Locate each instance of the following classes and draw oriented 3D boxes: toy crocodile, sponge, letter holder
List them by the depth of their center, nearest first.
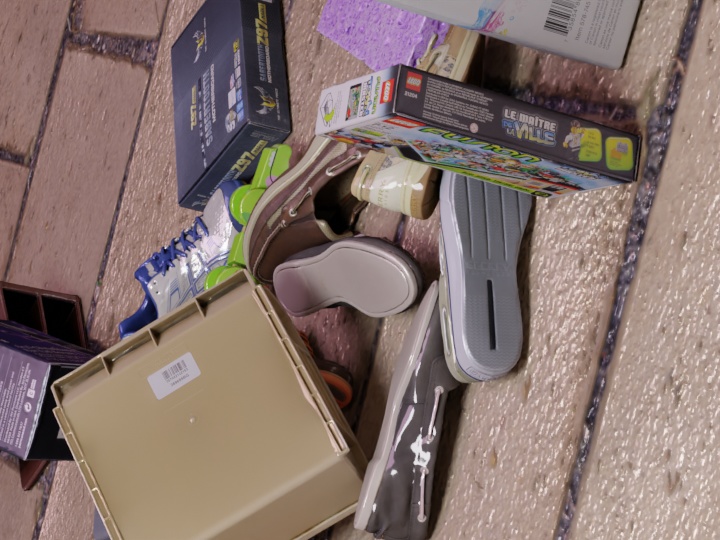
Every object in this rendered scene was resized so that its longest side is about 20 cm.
[{"bbox_3d":[0.024,-0.233,1.765,0.200,0.030,0.112,43,116,59],"label":"sponge"},{"bbox_3d":[-0.097,-0.020,1.872,0.067,0.061,0.201,-178,105,-76],"label":"toy crocodile"},{"bbox_3d":[-0.392,0.138,2.309,0.200,0.100,0.143,-57,35,33],"label":"letter holder"}]

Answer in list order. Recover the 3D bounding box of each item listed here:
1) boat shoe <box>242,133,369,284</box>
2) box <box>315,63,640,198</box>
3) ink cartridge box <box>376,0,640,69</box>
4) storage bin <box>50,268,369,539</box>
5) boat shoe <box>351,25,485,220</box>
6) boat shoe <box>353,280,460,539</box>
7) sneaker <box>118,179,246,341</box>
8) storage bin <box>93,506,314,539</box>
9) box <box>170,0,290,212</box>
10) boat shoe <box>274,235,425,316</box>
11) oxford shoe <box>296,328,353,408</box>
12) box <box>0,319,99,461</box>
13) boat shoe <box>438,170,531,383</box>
[{"bbox_3d":[-0.038,-0.052,1.757,0.203,0.074,0.075,-56,40,34],"label":"boat shoe"},{"bbox_3d":[0.081,-0.094,1.411,0.110,0.199,0.035,-9,70,61],"label":"box"},{"bbox_3d":[0.091,-0.245,1.459,0.145,0.199,0.146,29,104,61],"label":"ink cartridge box"},{"bbox_3d":[-0.120,0.135,1.627,0.199,0.094,0.199,-31,60,2],"label":"storage bin"},{"bbox_3d":[0.051,-0.126,1.562,0.074,0.062,0.201,87,-160,-47],"label":"boat shoe"},{"bbox_3d":[0.048,0.110,1.555,0.067,0.057,0.201,-172,99,-84],"label":"boat shoe"},{"bbox_3d":[-0.167,0.001,1.960,0.201,0.088,0.075,-67,27,15],"label":"sneaker"},{"bbox_3d":[-0.140,0.186,1.777,0.200,0.134,0.146,-25,57,55],"label":"storage bin"},{"bbox_3d":[-0.131,-0.180,2.010,0.158,0.051,0.201,-45,41,47],"label":"box"},{"bbox_3d":[0.000,0.000,1.664,0.200,0.057,0.067,-6,108,57],"label":"boat shoe"},{"bbox_3d":[-0.068,0.076,1.762,0.199,0.071,0.073,5,60,51],"label":"oxford shoe"},{"bbox_3d":[-0.357,0.121,2.121,0.199,0.148,0.105,18,95,32],"label":"box"},{"bbox_3d":[0.083,-0.014,1.516,0.062,0.072,0.201,150,126,-61],"label":"boat shoe"}]
